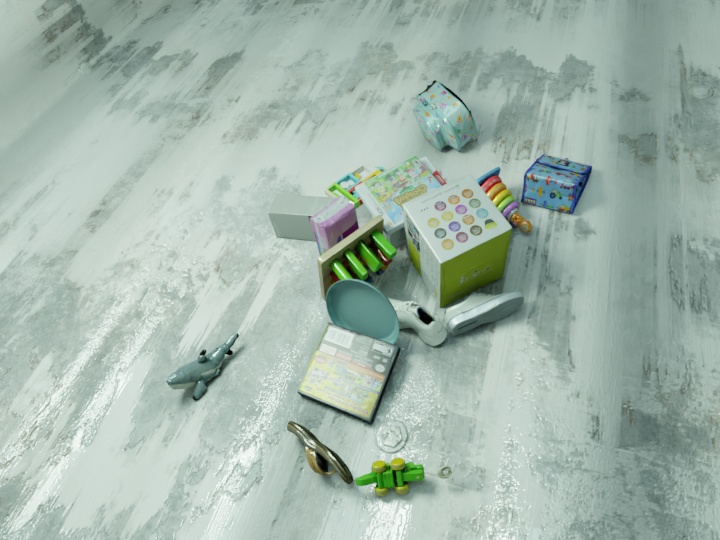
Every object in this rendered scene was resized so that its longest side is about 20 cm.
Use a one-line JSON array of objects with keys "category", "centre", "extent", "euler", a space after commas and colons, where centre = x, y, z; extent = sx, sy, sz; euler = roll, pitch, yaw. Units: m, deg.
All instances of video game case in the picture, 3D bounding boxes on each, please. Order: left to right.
[{"category": "video game case", "centre": [-0.027, 0.233, 1.298], "extent": [0.195, 0.026, 0.185], "euler": [15, 66, 24]}, {"category": "video game case", "centre": [0.109, -0.203, 1.474], "extent": [0.196, 0.022, 0.184], "euler": [-28, 56, -10]}]

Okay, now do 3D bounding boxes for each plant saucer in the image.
[{"category": "plant saucer", "centre": [0.007, 0.100, 1.316], "extent": [0.195, 0.205, 0.027], "euler": [15, 39, 25]}]

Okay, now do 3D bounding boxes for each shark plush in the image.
[{"category": "shark plush", "centre": [-0.373, 0.228, 1.366], "extent": [0.196, 0.085, 0.091], "euler": [-31, 49, -14]}]

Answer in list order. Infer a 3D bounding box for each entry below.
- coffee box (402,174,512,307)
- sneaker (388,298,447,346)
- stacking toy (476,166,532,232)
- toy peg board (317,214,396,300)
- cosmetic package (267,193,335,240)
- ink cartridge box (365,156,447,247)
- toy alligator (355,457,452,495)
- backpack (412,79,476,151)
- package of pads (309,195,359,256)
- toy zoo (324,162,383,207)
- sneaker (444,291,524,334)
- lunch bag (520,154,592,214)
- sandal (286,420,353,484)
[{"category": "coffee box", "centre": [0.235, -0.071, 1.392], "extent": [0.195, 0.202, 0.201], "euler": [-24, 56, -9]}, {"category": "sneaker", "centre": [0.122, 0.104, 1.357], "extent": [0.196, 0.088, 0.075], "euler": [20, 58, 29]}, {"category": "stacking toy", "centre": [0.394, -0.172, 1.539], "extent": [0.108, 0.117, 0.201], "euler": [-30, 63, -22]}, {"category": "toy peg board", "centre": [0.000, 0.000, 1.415], "extent": [0.198, 0.201, 0.098], "euler": [-35, 66, -18]}, {"category": "cosmetic package", "centre": [-0.161, -0.153, 1.634], "extent": [0.193, 0.108, 0.092], "euler": [2, 50, 17]}, {"category": "ink cartridge box", "centre": [0.132, -0.189, 1.568], "extent": [0.195, 0.147, 0.147], "euler": [-24, 49, -7]}, {"category": "toy alligator", "centre": [0.086, 0.406, 1.129], "extent": [0.193, 0.061, 0.054], "euler": [-9, 7, 5]}, {"category": "backpack", "centre": [0.267, -0.474, 1.768], "extent": [0.153, 0.176, 0.200], "euler": [-44, 53, -4]}, {"category": "package of pads", "centre": [-0.056, -0.082, 1.484], "extent": [0.119, 0.204, 0.075], "euler": [-36, 45, -24]}, {"category": "toy zoo", "centre": [-0.002, -0.270, 1.754], "extent": [0.198, 0.021, 0.131], "euler": [-36, 51, -18]}, {"category": "sneaker", "centre": [0.293, 0.083, 1.344], "extent": [0.194, 0.074, 0.072], "euler": [-19, 51, -4]}, {"category": "lunch bag", "centre": [0.561, -0.263, 1.587], "extent": [0.147, 0.096, 0.200], "euler": [18, 43, 27]}, {"category": "sandal", "centre": [-0.091, 0.387, 1.171], "extent": [0.197, 0.082, 0.055], "euler": [30, 77, 31]}]
